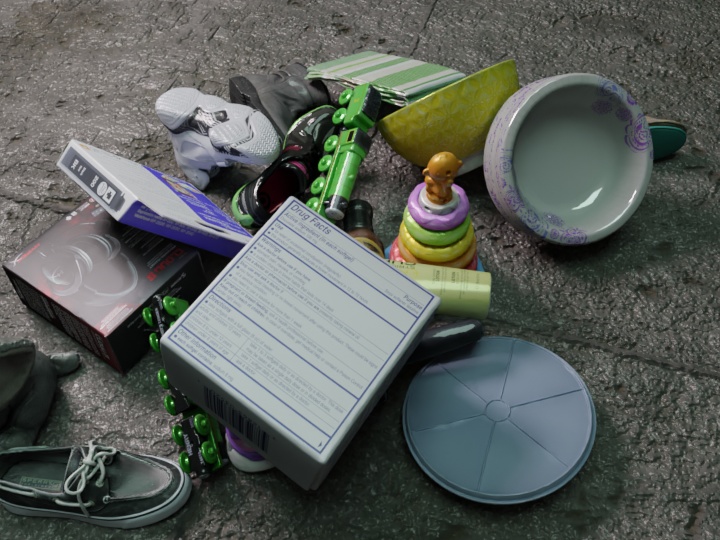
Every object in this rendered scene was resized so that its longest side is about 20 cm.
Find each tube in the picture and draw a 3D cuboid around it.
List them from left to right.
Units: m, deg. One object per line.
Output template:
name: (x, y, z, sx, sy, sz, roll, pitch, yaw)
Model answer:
tube: (0.042, 0.017, 0.859, 0.197, 0.053, 0.058, 7, 6, 4)

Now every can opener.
can opener: (0.039, 0.093, 0.850, 0.198, 0.063, 0.080, -21, 93, -4)

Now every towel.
towel: (0.037, -0.278, 1.128, 0.199, 0.024, 0.152, 23, 37, 37)

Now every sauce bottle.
sauce bottle: (0.000, 0.000, 0.937, 0.064, 0.065, 0.202, -5, 50, -2)

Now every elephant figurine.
elephant figurine: (-0.387, 0.097, 0.778, 0.139, 0.201, 0.157, -3, 50, 0)

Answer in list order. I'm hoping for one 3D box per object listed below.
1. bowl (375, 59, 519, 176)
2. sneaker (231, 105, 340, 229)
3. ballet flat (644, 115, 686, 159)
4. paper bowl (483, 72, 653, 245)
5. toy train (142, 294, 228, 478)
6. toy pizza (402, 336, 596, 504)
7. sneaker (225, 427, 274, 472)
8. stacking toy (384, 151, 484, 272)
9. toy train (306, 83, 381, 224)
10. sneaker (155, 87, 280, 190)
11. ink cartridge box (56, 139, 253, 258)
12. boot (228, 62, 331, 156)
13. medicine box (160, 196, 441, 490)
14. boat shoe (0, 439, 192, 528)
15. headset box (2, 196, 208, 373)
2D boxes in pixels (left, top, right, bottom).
bowl: (0.129, -0.186, 1.043, 0.198, 0.200, 0.109, -26, 97, -18)
sneaker: (-0.080, -0.129, 1.015, 0.201, 0.077, 0.083, -54, 28, -17)
ballet flat: (0.345, -0.180, 1.074, 0.197, 0.069, 0.068, -13, 48, -10)
paper bowl: (0.248, -0.137, 0.973, 0.198, 0.203, 0.104, -12, 12, -8)
toy train: (-0.180, 0.118, 0.823, 0.041, 0.056, 0.202, -26, 69, 17)
toy pizza: (0.142, 0.154, 0.821, 0.197, 0.032, 0.202, -5, 46, 5)
sneaker: (-0.121, 0.106, 0.837, 0.079, 0.089, 0.202, -13, 50, -8)
stacking toy: (0.086, -0.057, 0.892, 0.115, 0.201, 0.111, -13, 51, -8)
toy train: (-0.018, -0.145, 0.984, 0.056, 0.042, 0.202, -6, 61, 43)
sneaker: (-0.179, -0.160, 1.037, 0.198, 0.116, 0.075, 27, 55, 26)
ink cartridge box: (-0.221, -0.069, 0.921, 0.199, 0.197, 0.044, 35, 99, 34)
boot: (-0.096, -0.232, 1.132, 0.130, 0.070, 0.201, -19, 58, -22)
medicine box: (-0.054, 0.066, 0.751, 0.181, 0.103, 0.200, 34, 62, 10)
boat shoe: (-0.268, 0.202, 0.774, 0.196, 0.069, 0.074, 5, 51, 6)
headset box: (-0.289, 0.014, 0.926, 0.199, 0.078, 0.149, 28, 56, 24)
